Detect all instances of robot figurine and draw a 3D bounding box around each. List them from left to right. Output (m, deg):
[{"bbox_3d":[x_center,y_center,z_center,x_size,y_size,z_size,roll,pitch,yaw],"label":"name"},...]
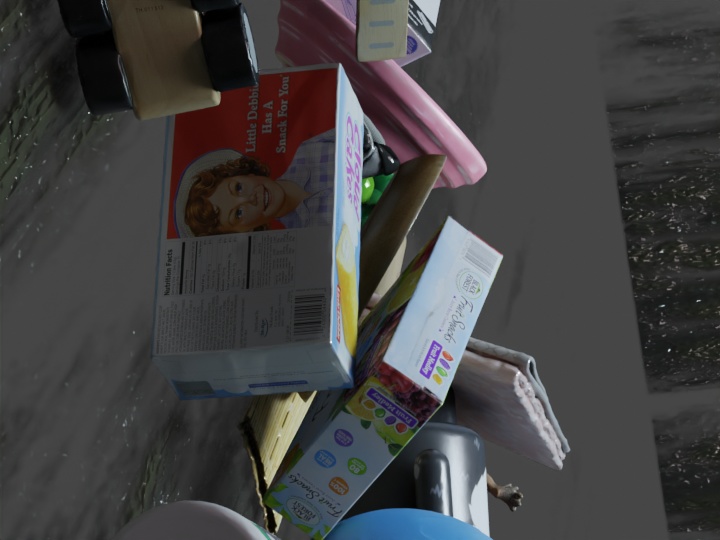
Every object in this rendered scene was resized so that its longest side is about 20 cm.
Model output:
[{"bbox_3d":[0.038,0.185,1.822,0.150,0.125,0.200,27,57,-59],"label":"robot figurine"}]

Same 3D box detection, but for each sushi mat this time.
[{"bbox_3d":[-0.053,0.100,1.714,0.200,0.012,0.096,-68,149,-65],"label":"sushi mat"}]

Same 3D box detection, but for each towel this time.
[{"bbox_3d":[0.063,0.078,1.874,0.032,0.191,0.200,-61,156,-15],"label":"towel"}]

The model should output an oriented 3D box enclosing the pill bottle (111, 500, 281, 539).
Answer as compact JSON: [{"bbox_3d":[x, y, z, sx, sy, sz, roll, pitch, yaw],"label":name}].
[{"bbox_3d":[-0.071,0.202,1.368,0.200,0.113,0.113,47,39,-68],"label":"pill bottle"}]

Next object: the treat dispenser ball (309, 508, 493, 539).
[{"bbox_3d":[0.028,0.256,1.577,0.201,0.201,0.201,-5,90,-77],"label":"treat dispenser ball"}]

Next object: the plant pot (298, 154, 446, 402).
[{"bbox_3d":[0.000,0.000,1.692,0.200,0.027,0.200,-61,-178,4],"label":"plant pot"}]

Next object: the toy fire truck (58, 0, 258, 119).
[{"bbox_3d":[-0.106,-0.207,1.378,0.200,0.129,0.176,-97,174,-60],"label":"toy fire truck"}]

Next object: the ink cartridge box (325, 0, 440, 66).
[{"bbox_3d":[-0.017,-0.248,1.770,0.200,0.044,0.094,45,36,-30],"label":"ink cartridge box"}]

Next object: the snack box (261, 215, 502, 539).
[{"bbox_3d":[0.017,0.068,1.573,0.142,0.053,0.200,-52,-175,31],"label":"snack box"}]

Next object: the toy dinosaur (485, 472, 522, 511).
[{"bbox_3d":[0.045,0.149,1.998,0.135,0.086,0.200,22,38,-36],"label":"toy dinosaur"}]

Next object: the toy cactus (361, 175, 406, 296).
[{"bbox_3d":[0.025,-0.061,1.983,0.200,0.102,0.165,-81,172,-74],"label":"toy cactus"}]

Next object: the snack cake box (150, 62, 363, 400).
[{"bbox_3d":[-0.063,-0.025,1.499,0.067,0.115,0.200,63,26,-59],"label":"snack cake box"}]

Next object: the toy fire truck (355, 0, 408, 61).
[{"bbox_3d":[-0.034,-0.237,1.576,0.129,0.176,0.200,-8,93,-78],"label":"toy fire truck"}]

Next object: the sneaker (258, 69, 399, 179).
[{"bbox_3d":[-0.029,-0.045,1.650,0.075,0.115,0.200,8,76,-77],"label":"sneaker"}]

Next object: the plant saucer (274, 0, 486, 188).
[{"bbox_3d":[0.007,-0.127,1.792,0.201,0.051,0.201,44,-1,1],"label":"plant saucer"}]
